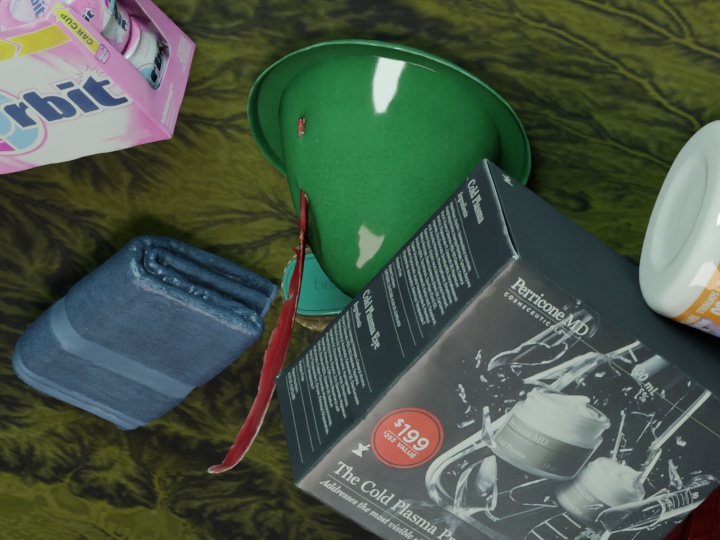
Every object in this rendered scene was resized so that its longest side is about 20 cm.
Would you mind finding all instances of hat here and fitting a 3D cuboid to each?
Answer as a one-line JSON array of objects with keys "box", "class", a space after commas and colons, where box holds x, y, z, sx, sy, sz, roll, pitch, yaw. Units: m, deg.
[{"box": [0.000, 0.000, 1.477, 0.164, 0.177, 0.200, 7, 149, 11], "class": "hat"}]

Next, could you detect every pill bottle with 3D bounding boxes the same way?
[{"box": [0.262, 0.002, 1.444, 0.199, 0.113, 0.112, 20, 149, -11], "class": "pill bottle"}]

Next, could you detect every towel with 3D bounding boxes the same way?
[{"box": [-0.144, 0.039, 1.727, 0.111, 0.049, 0.200, 26, 148, -20], "class": "towel"}]

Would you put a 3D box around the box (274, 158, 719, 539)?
[{"box": [0.087, 0.075, 1.468, 0.199, 0.104, 0.182, 33, 111, -26], "class": "box"}]

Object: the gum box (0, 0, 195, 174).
[{"box": [-0.198, -0.115, 1.474, 0.199, 0.067, 0.113, -10, 144, 33], "class": "gum box"}]

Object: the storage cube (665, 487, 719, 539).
[{"box": [0.160, 0.212, 1.773, 0.178, 0.172, 0.200, 12, 150, 5], "class": "storage cube"}]

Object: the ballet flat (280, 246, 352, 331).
[{"box": [0.050, 0.006, 1.598, 0.199, 0.071, 0.065, 1, 174, 25], "class": "ballet flat"}]
